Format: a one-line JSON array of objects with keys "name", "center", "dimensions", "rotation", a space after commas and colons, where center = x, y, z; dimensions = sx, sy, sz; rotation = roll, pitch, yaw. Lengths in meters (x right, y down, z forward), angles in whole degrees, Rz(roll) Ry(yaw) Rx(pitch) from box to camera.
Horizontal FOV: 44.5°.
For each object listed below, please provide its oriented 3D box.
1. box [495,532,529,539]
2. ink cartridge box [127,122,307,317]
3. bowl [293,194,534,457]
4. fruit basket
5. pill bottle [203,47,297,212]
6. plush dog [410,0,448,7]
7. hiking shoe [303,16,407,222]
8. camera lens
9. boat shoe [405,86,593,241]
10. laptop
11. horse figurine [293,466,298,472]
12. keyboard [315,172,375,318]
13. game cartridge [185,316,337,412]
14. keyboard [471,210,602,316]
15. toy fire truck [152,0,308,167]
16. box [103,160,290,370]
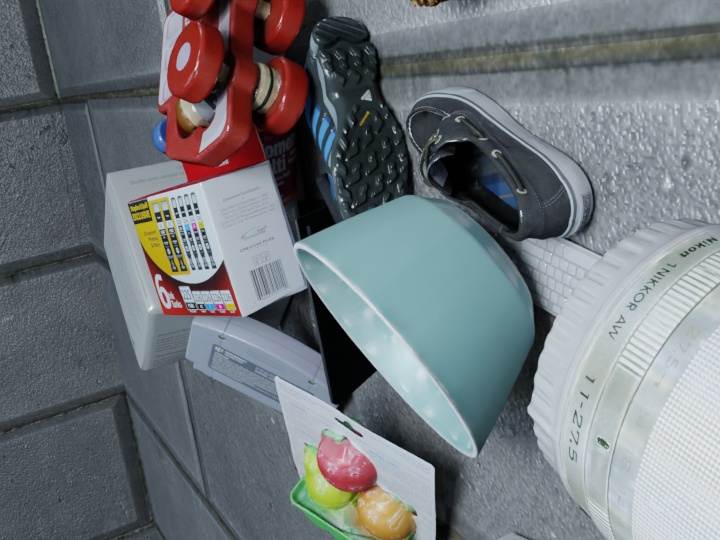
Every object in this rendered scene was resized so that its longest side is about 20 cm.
[{"name": "box", "center": [0.082, 0.297, 0.669], "dimensions": [0.112, 0.196, 0.104], "rotation": [-1, 104, 63]}, {"name": "ink cartridge box", "center": [-0.159, -0.050, 0.909], "dimensions": [0.198, 0.083, 0.179], "rotation": [-4, 106, 55]}, {"name": "bowl", "center": [0.051, 0.025, 0.647], "dimensions": [0.201, 0.105, 0.201], "rotation": [46, 169, 11]}, {"name": "fruit basket", "center": [0.002, 0.200, 0.873], "dimensions": [0.183, 0.094, 0.203], "rotation": [24, 138, 27]}, {"name": "pill bottle", "center": [-0.124, -0.165, 0.965], "dimensions": [0.110, 0.108, 0.204], "rotation": [44, 142, 48]}, {"name": "plush dog", "center": [0.033, -0.261, 0.551], "dimensions": [0.172, 0.160, 0.200], "rotation": [47, 151, 3]}, {"name": "hiking shoe", "center": [-0.007, -0.121, 0.795], "dimensions": [0.087, 0.073, 0.205], "rotation": [142, 121, -69]}, {"name": "camera lens", "center": [0.187, 0.080, 0.363], "dimensions": [0.200, 0.157, 0.163], "rotation": [39, 138, 53]}, {"name": "boat shoe", "center": [0.077, -0.075, 0.627], "dimensions": [0.200, 0.065, 0.071], "rotation": [48, 144, 46]}, {"name": "laptop", "center": [-0.046, 0.023, 0.908], "dimensions": [0.199, 0.101, 0.182], "rotation": [6, 109, 62]}, {"name": "horse figurine", "center": [0.001, 0.297, 1.016], "dimensions": [0.200, 0.049, 0.134], "rotation": [43, 159, 37]}, {"name": "keyboard", "center": [0.000, 0.000, 0.807], "dimensions": [0.104, 0.039, 0.203], "rotation": [26, -146, -60]}, {"name": "game cartridge", "center": [-0.112, 0.115, 1.052], "dimensions": [0.197, 0.042, 0.134], "rotation": [27, 142, -1]}, {"name": "keyboard", "center": [0.134, 0.001, 0.615], "dimensions": [0.199, 0.010, 0.058], "rotation": [36, 135, 55]}, {"name": "toy fire truck", "center": [-0.138, -0.185, 0.810], "dimensions": [0.167, 0.110, 0.205], "rotation": [-26, 59, 47]}, {"name": "box", "center": [-0.211, -0.016, 1.130], "dimensions": [0.203, 0.195, 0.172], "rotation": [66, 154, 21]}]
